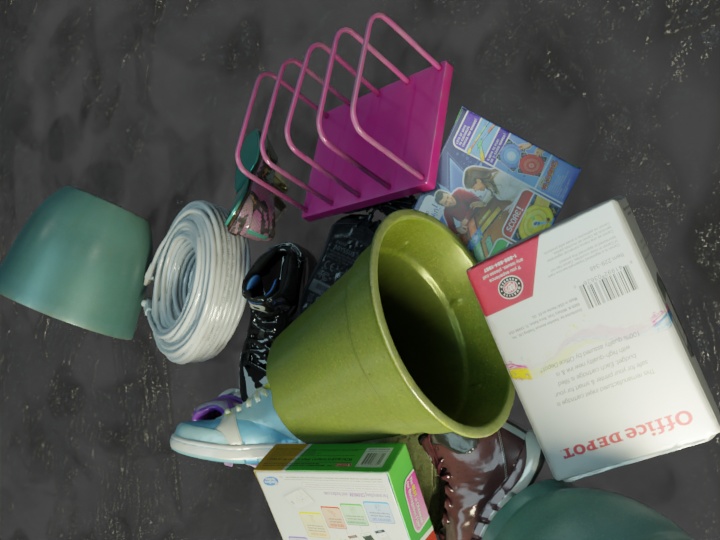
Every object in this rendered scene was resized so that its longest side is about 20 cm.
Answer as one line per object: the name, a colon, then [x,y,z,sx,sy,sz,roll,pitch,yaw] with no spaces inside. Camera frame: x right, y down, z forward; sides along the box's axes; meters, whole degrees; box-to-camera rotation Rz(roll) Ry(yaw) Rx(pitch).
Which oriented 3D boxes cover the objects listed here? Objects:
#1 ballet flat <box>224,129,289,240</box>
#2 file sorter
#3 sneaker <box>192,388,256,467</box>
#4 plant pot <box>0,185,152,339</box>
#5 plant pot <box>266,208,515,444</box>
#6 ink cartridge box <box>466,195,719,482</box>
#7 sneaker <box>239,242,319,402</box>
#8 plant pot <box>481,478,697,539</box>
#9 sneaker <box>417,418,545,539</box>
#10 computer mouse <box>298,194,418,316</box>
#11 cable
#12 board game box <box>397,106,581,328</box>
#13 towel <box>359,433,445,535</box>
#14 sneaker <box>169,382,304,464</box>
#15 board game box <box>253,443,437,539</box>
ballet flat: [-0.122,-0.099,0.847,0.069,0.070,0.203,-48,26,28]
file sorter: [-0.023,-0.157,0.724,0.197,0.124,0.143,-9,62,46]
sneaker: [-0.131,0.208,0.830,0.196,0.088,0.083,18,94,32]
plant pot: [-0.381,-0.018,0.956,0.197,0.200,0.165,18,83,32]
plant pot: [0.013,0.080,0.640,0.188,0.197,0.205,-31,70,36]
ink cartridge box: [0.201,0.058,0.603,0.145,0.085,0.205,-25,87,28]
sneaker: [-0.114,0.063,0.798,0.071,0.112,0.206,16,86,18]
plant pot: [0.180,0.266,0.576,0.204,0.196,0.134,-64,33,11]
sneaker: [0.091,0.222,0.682,0.114,0.076,0.203,32,94,15]
computer mouse: [0.000,0.000,0.788,0.136,0.052,0.204,28,91,28]
cable: [-0.205,0.017,0.868,0.202,0.068,0.202,-57,40,26]
board game box: [0.116,-0.040,0.696,0.133,0.034,0.204,29,101,12]
towel: [0.032,0.180,0.756,0.145,0.036,0.207,-3,85,34]
sneaker: [-0.110,0.147,0.765,0.193,0.080,0.135,3,77,-1]
board game box: [0.000,0.258,0.638,0.149,0.040,0.205,-8,109,32]
